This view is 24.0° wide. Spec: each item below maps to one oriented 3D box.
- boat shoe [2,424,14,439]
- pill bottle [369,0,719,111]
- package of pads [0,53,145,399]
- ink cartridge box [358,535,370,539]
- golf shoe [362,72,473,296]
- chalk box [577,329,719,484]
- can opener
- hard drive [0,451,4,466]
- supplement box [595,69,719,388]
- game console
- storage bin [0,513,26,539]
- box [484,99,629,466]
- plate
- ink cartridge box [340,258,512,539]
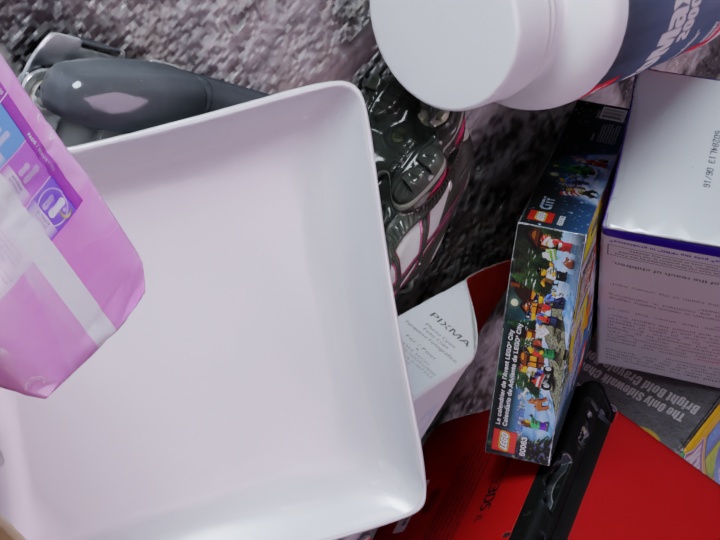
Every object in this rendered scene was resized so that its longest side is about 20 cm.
[{"bbox_3d":[-0.134,0.126,0.770,0.071,0.063,0.201,-42,139,-29],"label":"boat shoe"},{"bbox_3d":[0.101,-0.147,0.852,0.199,0.119,0.121,-25,129,-43],"label":"pill bottle"},{"bbox_3d":[-0.165,-0.052,0.544,0.076,0.120,0.201,-53,133,-26],"label":"package of pads"},{"bbox_3d":[-0.074,0.233,0.849,0.173,0.044,0.201,-24,153,-32],"label":"ink cartridge box"},{"bbox_3d":[0.000,0.000,0.857,0.201,0.077,0.088,-55,149,-13],"label":"golf shoe"},{"bbox_3d":[0.178,0.111,1.106,0.200,0.124,0.124,-46,142,-22],"label":"chalk box"},{"bbox_3d":[-0.064,-0.057,0.743,0.199,0.067,0.054,10,101,-46],"label":"can opener"},{"bbox_3d":[-0.204,-0.011,0.539,0.027,0.131,0.201,-49,142,-20],"label":"hard drive"},{"bbox_3d":[0.194,-0.017,0.976,0.200,0.102,0.102,74,29,-64],"label":"supplement box"},{"bbox_3d":[0.105,0.166,0.938,0.119,0.171,0.200,62,31,-17],"label":"game console"},{"bbox_3d":[-0.184,0.106,0.578,0.094,0.199,0.199,-51,143,-18],"label":"storage bin"},{"bbox_3d":[0.116,0.001,0.962,0.200,0.037,0.138,-56,155,-62],"label":"box"},{"bbox_3d":[-0.080,0.035,0.707,0.198,0.032,0.202,-15,110,-14],"label":"plate"},{"bbox_3d":[0.021,0.085,0.893,0.199,0.047,0.161,-24,148,-54],"label":"ink cartridge box"}]
